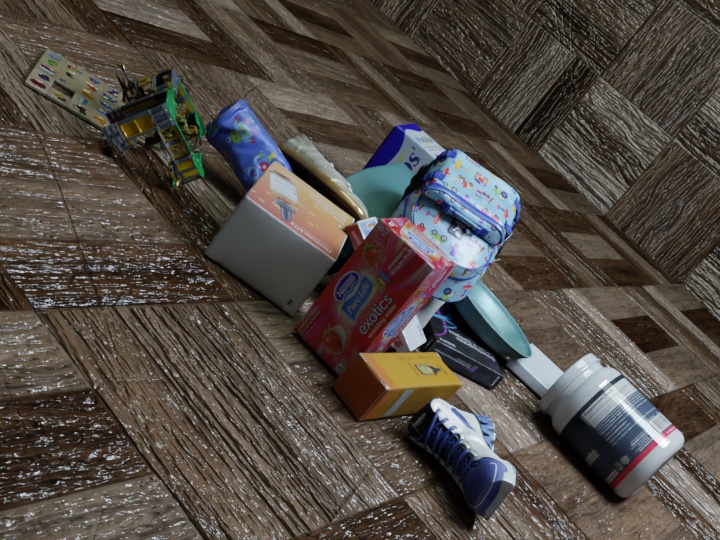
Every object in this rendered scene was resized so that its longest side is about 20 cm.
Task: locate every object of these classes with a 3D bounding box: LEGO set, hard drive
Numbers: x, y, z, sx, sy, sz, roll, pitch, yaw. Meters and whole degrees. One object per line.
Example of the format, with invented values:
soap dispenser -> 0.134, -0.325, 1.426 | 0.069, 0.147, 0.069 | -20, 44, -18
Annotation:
LEGO set -> -0.304, -0.200, 1.499 | 0.200, 0.116, 0.154 | -103, 170, -47
hard drive -> 0.349, 0.213, 1.798 | 0.200, 0.027, 0.132 | 43, 20, 13

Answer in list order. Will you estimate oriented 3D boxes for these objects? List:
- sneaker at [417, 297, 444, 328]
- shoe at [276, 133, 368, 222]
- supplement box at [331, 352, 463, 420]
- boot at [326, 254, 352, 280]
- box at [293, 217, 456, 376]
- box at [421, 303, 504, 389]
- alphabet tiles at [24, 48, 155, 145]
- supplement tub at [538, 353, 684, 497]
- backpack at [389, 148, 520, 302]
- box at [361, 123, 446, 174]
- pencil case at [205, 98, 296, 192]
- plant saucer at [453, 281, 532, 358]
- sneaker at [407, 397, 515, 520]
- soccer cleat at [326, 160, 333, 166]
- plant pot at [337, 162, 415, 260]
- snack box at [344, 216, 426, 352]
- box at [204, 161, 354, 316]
sneaker -> 0.057, 0.040, 1.630 | 0.116, 0.074, 0.200 | 14, 30, 30
shoe -> -0.051, -0.141, 1.597 | 0.053, 0.070, 0.200 | -36, 66, -24
supplement box -> 0.053, 0.151, 1.375 | 0.200, 0.069, 0.067 | 4, 40, -54
boot -> 0.000, 0.000, 1.561 | 0.097, 0.075, 0.200 | 55, 15, -21
box -> 0.018, 0.035, 1.367 | 0.100, 0.200, 0.095 | 44, 19, 16
box -> 0.148, 0.098, 1.691 | 0.143, 0.036, 0.200 | 28, 23, -25
alphabet tiles -> -0.398, -0.255, 1.564 | 0.200, 0.008, 0.167 | 31, 21, -19
supplement tub -> 0.395, 0.244, 1.643 | 0.200, 0.140, 0.140 | 46, 22, 21
backpack -> 0.135, -0.061, 1.584 | 0.183, 0.135, 0.200 | 38, 47, -5
box -> 0.100, -0.137, 1.899 | 0.200, 0.184, 0.105 | 42, 22, 12
pencil case -> -0.161, -0.162, 1.599 | 0.200, 0.087, 0.078 | 56, -13, -6
plant saucer -> 0.210, 0.077, 1.739 | 0.200, 0.036, 0.200 | 45, 16, -16
sneaker -> 0.117, 0.228, 1.318 | 0.115, 0.081, 0.199 | 29, 15, -15
soccer cleat -> -0.126, -0.167, 1.694 | 0.200, 0.069, 0.085 | 24, 17, 40
plant pot -> 0.021, -0.082, 1.720 | 0.141, 0.141, 0.200 | 47, 29, 23
snack box -> 0.038, 0.021, 1.500 | 0.072, 0.024, 0.200 | -21, 89, -65
box -> -0.109, -0.050, 1.471 | 0.152, 0.106, 0.200 | 36, 20, -7
